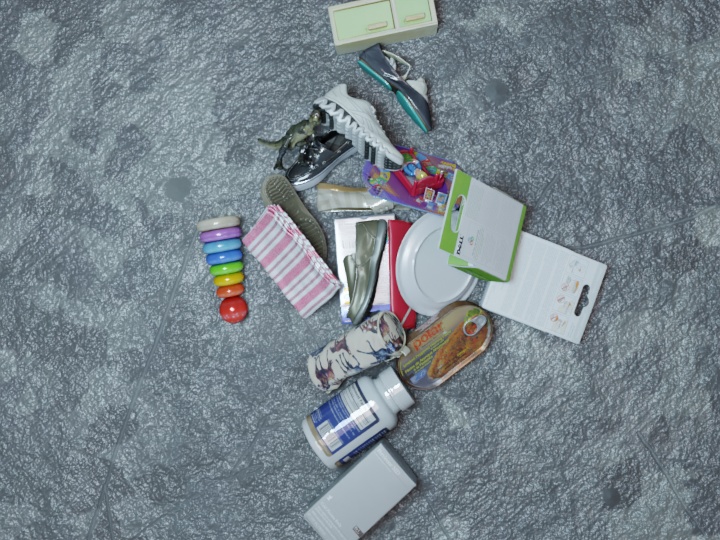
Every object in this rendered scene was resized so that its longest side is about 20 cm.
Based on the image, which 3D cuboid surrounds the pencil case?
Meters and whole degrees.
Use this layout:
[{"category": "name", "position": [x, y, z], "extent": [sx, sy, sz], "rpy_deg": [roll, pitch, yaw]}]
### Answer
[{"category": "pencil case", "position": [-0.008, 0.154, 1.463], "extent": [0.199, 0.078, 0.090], "rpy_deg": [-32, 85, 31]}]

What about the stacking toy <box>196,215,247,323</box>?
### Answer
[{"category": "stacking toy", "position": [-0.255, 0.001, 1.517], "extent": [0.084, 0.085, 0.203], "rpy_deg": [-9, 92, 3]}]

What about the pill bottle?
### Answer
[{"category": "pill bottle", "position": [-0.001, 0.268, 1.480], "extent": [0.199, 0.111, 0.112], "rpy_deg": [-35, 87, 2]}]

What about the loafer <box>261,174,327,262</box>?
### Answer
[{"category": "loafer", "position": [-0.127, -0.091, 1.517], "extent": [0.075, 0.068, 0.202], "rpy_deg": [-28, 104, -13]}]

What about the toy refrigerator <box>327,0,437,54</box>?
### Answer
[{"category": "toy refrigerator", "position": [0.042, -0.474, 1.513], "extent": [0.197, 0.070, 0.077], "rpy_deg": [-11, 88, 2]}]

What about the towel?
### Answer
[{"category": "towel", "position": [-0.134, -0.012, 1.486], "extent": [0.030, 0.146, 0.201], "rpy_deg": [-36, 86, -39]}]

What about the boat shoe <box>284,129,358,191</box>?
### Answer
[{"category": "boat shoe", "position": [-0.066, -0.228, 1.503], "extent": [0.198, 0.066, 0.070], "rpy_deg": [-31, 55, 0]}]

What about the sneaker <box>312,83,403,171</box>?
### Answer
[{"category": "sneaker", "position": [0.008, -0.262, 1.446], "extent": [0.200, 0.075, 0.081], "rpy_deg": [42, 72, 8]}]

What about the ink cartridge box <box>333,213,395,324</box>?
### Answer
[{"category": "ink cartridge box", "position": [0.014, -0.002, 1.520], "extent": [0.117, 0.042, 0.203], "rpy_deg": [-4, 87, 1]}]

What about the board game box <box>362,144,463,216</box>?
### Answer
[{"category": "board game box", "position": [0.104, -0.183, 1.471], "extent": [0.197, 0.039, 0.159], "rpy_deg": [17, 48, 3]}]

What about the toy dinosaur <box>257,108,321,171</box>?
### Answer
[{"category": "toy dinosaur", "position": [-0.127, -0.232, 1.479], "extent": [0.199, 0.047, 0.090], "rpy_deg": [-16, 70, 46]}]

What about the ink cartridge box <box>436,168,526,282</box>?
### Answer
[{"category": "ink cartridge box", "position": [0.195, -0.079, 1.421], "extent": [0.199, 0.075, 0.150], "rpy_deg": [21, 80, -38]}]

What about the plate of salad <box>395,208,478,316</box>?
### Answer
[{"category": "plate of salad", "position": [0.144, -0.016, 1.481], "extent": [0.198, 0.048, 0.203], "rpy_deg": [-7, 105, -29]}]

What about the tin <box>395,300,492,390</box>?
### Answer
[{"category": "tin", "position": [0.154, 0.138, 1.492], "extent": [0.199, 0.042, 0.112], "rpy_deg": [-37, 117, 1]}]

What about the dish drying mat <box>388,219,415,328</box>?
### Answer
[{"category": "dish drying mat", "position": [0.079, 0.008, 1.494], "extent": [0.018, 0.076, 0.203], "rpy_deg": [-3, 87, 39]}]

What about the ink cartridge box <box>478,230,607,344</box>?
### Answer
[{"category": "ink cartridge box", "position": [0.341, 0.028, 1.503], "extent": [0.198, 0.047, 0.162], "rpy_deg": [21, 89, -1]}]

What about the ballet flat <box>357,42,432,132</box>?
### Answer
[{"category": "ballet flat", "position": [0.081, -0.353, 1.510], "extent": [0.073, 0.073, 0.200], "rpy_deg": [-44, 85, 1]}]

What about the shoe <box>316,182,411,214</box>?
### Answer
[{"category": "shoe", "position": [0.011, -0.128, 1.508], "extent": [0.197, 0.070, 0.054], "rpy_deg": [6, 80, 12]}]

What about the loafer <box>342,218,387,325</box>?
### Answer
[{"category": "loafer", "position": [0.000, 0.000, 1.471], "extent": [0.069, 0.075, 0.203], "rpy_deg": [12, 79, 7]}]

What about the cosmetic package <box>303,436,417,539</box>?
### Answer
[{"category": "cosmetic package", "position": [0.003, 0.419, 1.490], "extent": [0.200, 0.090, 0.107], "rpy_deg": [-45, 84, 4]}]
